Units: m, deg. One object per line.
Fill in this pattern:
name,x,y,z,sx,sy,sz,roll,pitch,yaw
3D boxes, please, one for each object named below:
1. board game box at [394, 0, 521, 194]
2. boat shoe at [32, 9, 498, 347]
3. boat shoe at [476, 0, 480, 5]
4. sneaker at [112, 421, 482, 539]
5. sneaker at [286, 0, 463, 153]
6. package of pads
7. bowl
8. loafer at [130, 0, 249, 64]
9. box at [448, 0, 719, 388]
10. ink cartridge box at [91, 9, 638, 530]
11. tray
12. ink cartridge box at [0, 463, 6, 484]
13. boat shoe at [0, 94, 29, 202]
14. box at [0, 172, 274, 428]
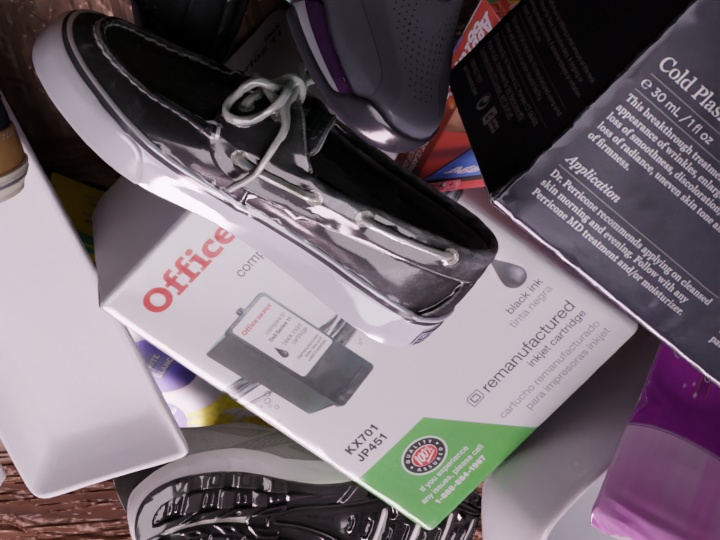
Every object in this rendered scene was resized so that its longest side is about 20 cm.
board game box,0.117,-0.080,1.151,0.200,0.019,0.103,-8,143,-32
boat shoe,-0.035,-0.049,1.097,0.199,0.074,0.068,38,124,-5
boat shoe,0.103,-0.150,1.109,0.093,0.075,0.200,-9,149,-12
sneaker,-0.028,0.106,1.325,0.200,0.079,0.074,10,112,-32
sneaker,0.020,-0.146,1.015,0.087,0.200,0.074,-23,153,37
package of pads,0.186,0.046,1.179,0.076,0.120,0.200,20,93,-41
bowl,0.131,0.109,1.324,0.200,0.075,0.200,-38,143,-24
loafer,-0.073,-0.141,1.129,0.070,0.068,0.201,17,130,-4
box,0.168,-0.055,1.008,0.200,0.104,0.182,38,108,-25
ink cartridge box,0.000,0.000,1.226,0.200,0.083,0.147,35,112,-24
tray,-0.154,0.004,1.248,0.107,0.022,0.200,-19,103,39
ink cartridge box,-0.283,0.080,1.283,0.144,0.147,0.200,10,141,24
boat shoe,-0.238,-0.066,1.201,0.200,0.075,0.062,5,114,22
box,-0.105,0.026,1.318,0.200,0.048,0.117,21,133,-17
